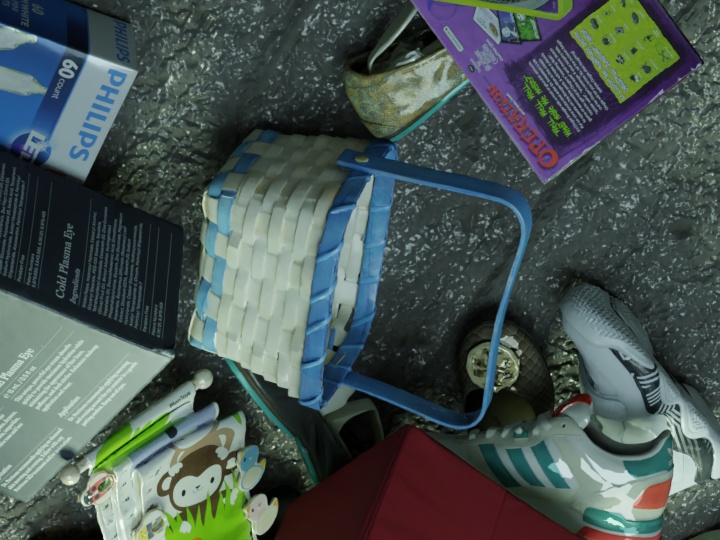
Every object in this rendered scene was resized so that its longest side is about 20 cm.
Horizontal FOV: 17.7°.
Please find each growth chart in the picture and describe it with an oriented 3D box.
[{"bbox_3d":[-0.118,0.158,1.539,0.145,0.018,0.201,-40,135,-25],"label":"growth chart"}]

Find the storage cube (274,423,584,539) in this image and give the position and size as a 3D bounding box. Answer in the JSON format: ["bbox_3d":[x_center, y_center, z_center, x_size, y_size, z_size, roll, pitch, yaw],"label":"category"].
[{"bbox_3d":[0.030,0.238,1.502,0.170,0.181,0.200,33,143,-13],"label":"storage cube"}]

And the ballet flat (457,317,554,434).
[{"bbox_3d":[0.099,0.121,1.609,0.067,0.046,0.201,10,130,19],"label":"ballet flat"}]

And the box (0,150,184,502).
[{"bbox_3d":[-0.236,0.030,1.424,0.181,0.105,0.200,23,137,-26],"label":"box"}]

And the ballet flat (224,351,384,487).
[{"bbox_3d":[-0.028,0.094,1.573,0.068,0.068,0.200,-31,135,0],"label":"ballet flat"}]

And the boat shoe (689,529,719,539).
[{"bbox_3d":[0.213,0.271,1.728,0.200,0.070,0.072,-31,121,8],"label":"boat shoe"}]

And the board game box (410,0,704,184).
[{"bbox_3d":[0.098,-0.167,1.367,0.120,0.032,0.201,-36,88,11],"label":"board game box"}]

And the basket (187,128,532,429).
[{"bbox_3d":[0.000,0.000,1.449,0.199,0.139,0.177,21,124,12],"label":"basket"}]

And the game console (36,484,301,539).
[{"bbox_3d":[-0.124,0.250,1.686,0.175,0.116,0.201,-32,131,-25],"label":"game console"}]

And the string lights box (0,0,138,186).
[{"bbox_3d":[-0.244,-0.126,1.380,0.199,0.059,0.103,18,120,-21],"label":"string lights box"}]

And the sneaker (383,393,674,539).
[{"bbox_3d":[0.116,0.119,1.553,0.198,0.070,0.094,16,106,7],"label":"sneaker"}]

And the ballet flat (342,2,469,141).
[{"bbox_3d":[0.074,-0.156,1.417,0.199,0.071,0.071,-34,123,14],"label":"ballet flat"}]

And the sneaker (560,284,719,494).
[{"bbox_3d":[0.170,0.102,1.600,0.115,0.075,0.200,-35,126,12],"label":"sneaker"}]
